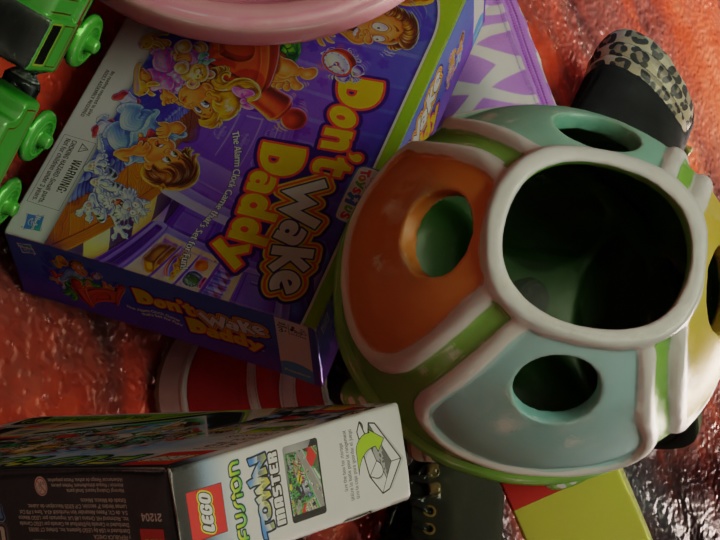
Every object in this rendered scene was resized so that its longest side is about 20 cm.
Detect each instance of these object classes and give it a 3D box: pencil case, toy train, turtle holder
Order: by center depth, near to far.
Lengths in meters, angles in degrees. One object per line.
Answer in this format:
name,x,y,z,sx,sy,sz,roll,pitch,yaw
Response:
turtle holder,0.083,0.016,0.702,0.185,0.132,0.141,36,73,-1
toy train,-0.116,-0.102,0.722,0.201,0.042,0.056,-62,171,10
pencil case,0.056,-0.097,0.912,0.084,0.085,0.201,12,54,-52

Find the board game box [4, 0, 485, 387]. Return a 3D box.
board game box,-0.042,-0.063,0.805,0.045,0.134,0.201,86,24,-57

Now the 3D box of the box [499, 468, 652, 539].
box,0.075,0.067,0.800,0.075,0.050,0.201,26,41,-83

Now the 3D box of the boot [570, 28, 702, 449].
boot,0.157,-0.017,1.077,0.204,0.073,0.154,58,44,-28

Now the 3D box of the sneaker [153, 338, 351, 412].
sneaker,0.000,0.000,0.862,0.071,0.112,0.201,55,49,-30

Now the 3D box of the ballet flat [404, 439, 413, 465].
ballet flat,0.024,0.005,0.944,0.068,0.046,0.201,64,37,-54

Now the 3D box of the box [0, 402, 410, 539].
box,-0.092,0.076,0.681,0.110,0.199,0.035,-11,94,-49

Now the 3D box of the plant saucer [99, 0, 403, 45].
plant saucer,-0.048,-0.175,0.806,0.051,0.199,0.202,103,5,-65

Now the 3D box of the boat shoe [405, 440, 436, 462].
boat shoe,0.080,0.055,0.946,0.200,0.064,0.073,-9,108,-66

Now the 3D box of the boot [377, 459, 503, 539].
boot,0.009,0.143,0.897,0.200,0.077,0.139,22,64,-59
